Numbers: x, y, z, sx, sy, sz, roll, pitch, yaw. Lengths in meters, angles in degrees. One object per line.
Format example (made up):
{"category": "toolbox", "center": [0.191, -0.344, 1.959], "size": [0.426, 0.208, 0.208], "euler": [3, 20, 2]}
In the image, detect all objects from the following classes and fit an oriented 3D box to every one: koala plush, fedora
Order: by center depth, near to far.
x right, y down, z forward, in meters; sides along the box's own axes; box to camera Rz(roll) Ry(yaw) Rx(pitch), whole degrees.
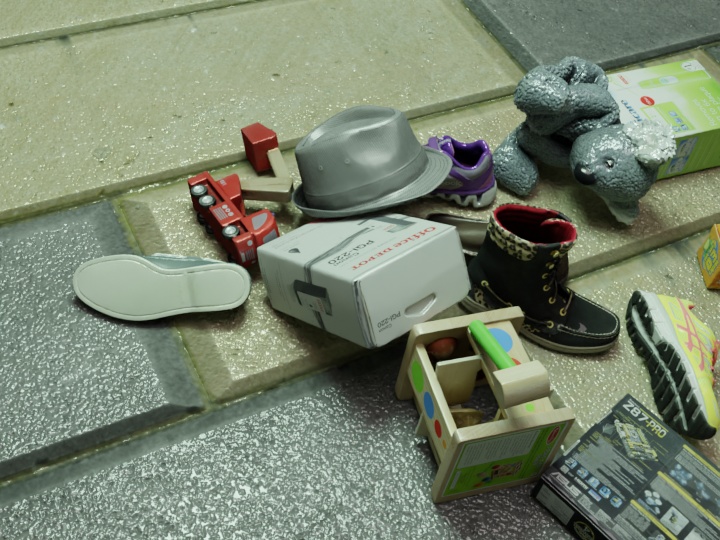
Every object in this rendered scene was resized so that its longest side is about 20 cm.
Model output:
{"category": "fedora", "center": [0.001, -0.138, 1.116], "size": [0.199, 0.091, 0.177], "euler": [-5, 29, 31]}
{"category": "koala plush", "center": [0.308, -0.165, 1.232], "size": [0.183, 0.178, 0.200], "euler": [-31, 60, -35]}

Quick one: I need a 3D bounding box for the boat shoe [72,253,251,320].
{"category": "boat shoe", "center": [-0.222, 0.016, 1.075], "size": [0.198, 0.073, 0.062], "euler": [0, 6, 0]}

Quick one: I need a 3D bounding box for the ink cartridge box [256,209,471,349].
{"category": "ink cartridge box", "center": [0.000, 0.000, 1.036], "size": [0.145, 0.085, 0.200], "euler": [-28, 27, -29]}

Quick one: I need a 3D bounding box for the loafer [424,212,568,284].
{"category": "loafer", "center": [0.166, -0.039, 1.166], "size": [0.199, 0.071, 0.073], "euler": [12, 49, 1]}

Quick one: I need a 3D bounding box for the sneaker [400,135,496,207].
{"category": "sneaker", "center": [0.085, -0.136, 1.225], "size": [0.199, 0.089, 0.081], "euler": [-1, 52, -7]}

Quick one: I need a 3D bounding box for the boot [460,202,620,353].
{"category": "boot", "center": [0.217, 0.009, 1.080], "size": [0.199, 0.151, 0.073], "euler": [22, 49, 9]}

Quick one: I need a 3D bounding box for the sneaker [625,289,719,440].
{"category": "sneaker", "center": [0.377, 0.101, 1.079], "size": [0.090, 0.078, 0.201], "euler": [1, 49, -11]}

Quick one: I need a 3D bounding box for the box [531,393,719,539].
{"category": "box", "center": [0.300, 0.241, 0.964], "size": [0.161, 0.049, 0.200], "euler": [-35, 63, -30]}

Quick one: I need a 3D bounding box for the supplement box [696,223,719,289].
{"category": "supplement box", "center": [0.541, -0.010, 1.209], "size": [0.198, 0.067, 0.069], "euler": [6, 52, -4]}

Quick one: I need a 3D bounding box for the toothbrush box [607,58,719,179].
{"category": "toothbrush box", "center": [0.427, -0.213, 1.350], "size": [0.199, 0.086, 0.146], "euler": [-14, 53, -18]}

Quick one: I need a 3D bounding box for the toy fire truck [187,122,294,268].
{"category": "toy fire truck", "center": [-0.134, -0.095, 1.163], "size": [0.140, 0.049, 0.200], "euler": [-26, 48, -19]}

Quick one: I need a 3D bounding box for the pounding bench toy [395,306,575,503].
{"category": "pounding bench toy", "center": [0.124, 0.107, 0.949], "size": [0.123, 0.201, 0.157], "euler": [-8, 52, -16]}
